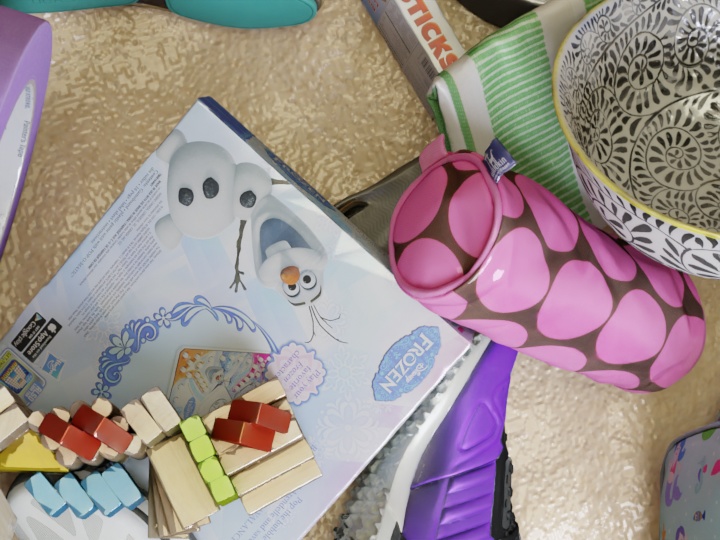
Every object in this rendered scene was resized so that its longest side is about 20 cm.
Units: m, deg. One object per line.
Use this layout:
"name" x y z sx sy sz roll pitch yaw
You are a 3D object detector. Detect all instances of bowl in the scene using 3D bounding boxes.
"bowl" 0.197 -0.061 0.983 0.198 0.095 0.202 2 49 -2

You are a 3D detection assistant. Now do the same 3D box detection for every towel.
"towel" 0.139 -0.093 1.040 0.199 0.023 0.154 -28 122 -14

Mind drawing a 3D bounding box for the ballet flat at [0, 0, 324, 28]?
"ballet flat" -0.119 -0.182 1.041 0.198 0.069 0.064 2 68 -8

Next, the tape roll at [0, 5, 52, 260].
"tape roll" -0.220 -0.043 0.940 0.065 0.200 0.202 16 81 -4

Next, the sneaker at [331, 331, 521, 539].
"sneaker" 0.056 0.124 1.026 0.099 0.069 0.201 32 75 -17

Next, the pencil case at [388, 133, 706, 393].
"pencil case" 0.107 0.000 0.997 0.091 0.199 0.094 -38 47 25

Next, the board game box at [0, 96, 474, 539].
"board game box" -0.074 0.045 0.995 0.199 0.043 0.200 42 100 0

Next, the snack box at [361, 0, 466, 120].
"snack box" 0.005 -0.185 1.052 0.024 0.072 0.201 -30 87 -8

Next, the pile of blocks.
"pile of blocks" -0.119 0.098 0.934 0.198 0.062 0.083 -3 80 -1

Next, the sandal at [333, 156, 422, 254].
"sandal" 0.000 0.000 1.035 0.199 0.055 0.082 -36 88 -8

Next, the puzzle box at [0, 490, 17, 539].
"puzzle box" -0.292 0.104 0.923 0.198 0.026 0.134 -9 128 16

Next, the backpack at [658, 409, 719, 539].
"backpack" 0.247 0.144 0.990 0.149 0.178 0.202 13 77 -11

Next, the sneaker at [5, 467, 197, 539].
"sneaker" -0.125 0.193 0.953 0.200 0.115 0.076 40 124 1

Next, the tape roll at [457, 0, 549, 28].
"tape roll" 0.122 -0.244 1.078 0.198 0.066 0.203 1 82 -8
